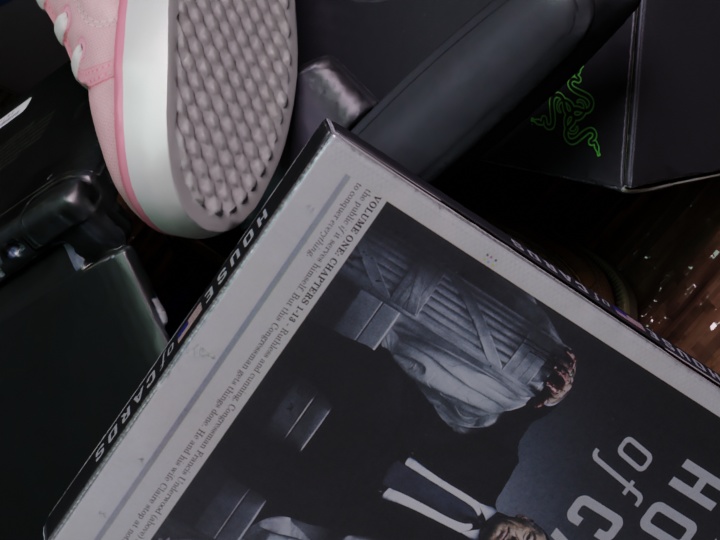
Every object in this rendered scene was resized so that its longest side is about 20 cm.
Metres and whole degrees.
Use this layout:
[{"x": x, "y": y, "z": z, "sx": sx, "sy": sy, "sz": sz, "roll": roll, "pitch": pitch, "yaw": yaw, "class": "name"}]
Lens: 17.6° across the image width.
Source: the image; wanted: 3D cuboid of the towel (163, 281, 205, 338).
[{"x": -0.115, "y": 0.110, "z": 0.858, "sx": 0.200, "sy": 0.049, "sz": 0.148, "roll": -41, "pitch": 42, "yaw": 20, "class": "towel"}]

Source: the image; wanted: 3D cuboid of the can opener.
[{"x": 0.013, "y": -0.039, "z": 0.703, "sx": 0.079, "sy": 0.063, "sz": 0.200, "roll": 49, "pitch": 142, "yaw": -5, "class": "can opener"}]

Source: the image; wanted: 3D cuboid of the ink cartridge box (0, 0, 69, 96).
[{"x": -0.112, "y": -0.192, "z": 0.954, "sx": 0.145, "sy": 0.084, "sz": 0.201, "roll": -21, "pitch": 63, "yaw": 32, "class": "ink cartridge box"}]

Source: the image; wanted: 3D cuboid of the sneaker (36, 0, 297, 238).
[{"x": -0.080, "y": -0.093, "z": 0.731, "sx": 0.104, "sy": 0.075, "sz": 0.201, "roll": -13, "pitch": 62, "yaw": 24, "class": "sneaker"}]

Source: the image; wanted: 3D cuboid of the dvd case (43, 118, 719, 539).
[{"x": 0.029, "y": 0.069, "z": 0.696, "sx": 0.151, "sy": 0.200, "sz": 0.025, "roll": -55, "pitch": 16, "yaw": 10, "class": "dvd case"}]

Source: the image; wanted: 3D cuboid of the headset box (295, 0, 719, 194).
[{"x": 0.050, "y": -0.127, "z": 0.765, "sx": 0.200, "sy": 0.093, "sz": 0.175, "roll": 15, "pitch": 108, "yaw": 39, "class": "headset box"}]

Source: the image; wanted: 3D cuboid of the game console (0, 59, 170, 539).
[{"x": -0.110, "y": 0.030, "z": 0.804, "sx": 0.200, "sy": 0.116, "sz": 0.176, "roll": -29, "pitch": 27, "yaw": 38, "class": "game console"}]

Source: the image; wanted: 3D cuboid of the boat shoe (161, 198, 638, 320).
[{"x": 0.000, "y": 0.000, "z": 0.812, "sx": 0.199, "sy": 0.068, "sz": 0.072, "roll": 14, "pitch": 82, "yaw": 39, "class": "boat shoe"}]
